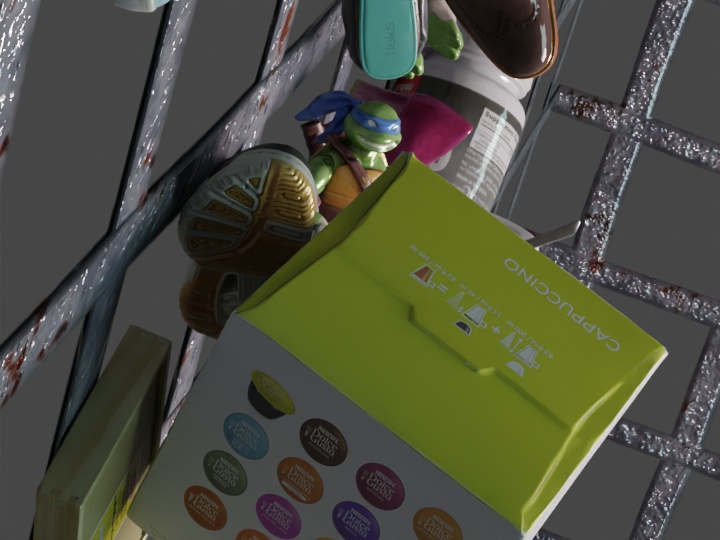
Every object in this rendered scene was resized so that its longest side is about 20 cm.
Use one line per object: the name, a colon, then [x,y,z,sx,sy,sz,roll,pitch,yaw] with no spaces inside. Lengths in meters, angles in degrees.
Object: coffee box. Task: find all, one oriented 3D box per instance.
coffee box: [0.021,0.093,1.393,0.200,0.200,0.198,-44,169,-47]

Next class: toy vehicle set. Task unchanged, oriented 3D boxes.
toy vehicle set: [-0.152,0.140,1.390,0.200,0.026,0.124,102,11,-50]

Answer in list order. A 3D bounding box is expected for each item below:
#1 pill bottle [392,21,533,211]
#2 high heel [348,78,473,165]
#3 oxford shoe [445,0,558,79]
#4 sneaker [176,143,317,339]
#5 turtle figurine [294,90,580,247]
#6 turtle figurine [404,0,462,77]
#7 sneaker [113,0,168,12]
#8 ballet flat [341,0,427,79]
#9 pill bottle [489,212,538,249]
pill bottle: [0.068,-0.103,1.991,0.114,0.114,0.200,81,30,-76]
high heel: [0.025,-0.061,1.855,0.067,0.096,0.200,-61,169,-47]
oxford shoe: [0.070,-0.209,1.573,0.200,0.071,0.073,62,19,-16]
sneaker: [-0.065,-0.035,1.415,0.200,0.076,0.088,117,-8,-61]
turtle figurine: [0.000,0.000,1.602,0.144,0.200,0.194,-28,150,-56]
turtle figurine: [0.107,-0.209,1.719,0.194,0.144,0.200,-51,137,-24]
sneaker: [-0.043,-0.195,1.041,0.074,0.082,0.200,80,31,-74]
ballet flat: [0.015,-0.212,1.527,0.200,0.073,0.073,93,18,-48]
pill bottle: [0.077,0.049,2.147,0.112,0.112,0.200,-45,155,-73]
